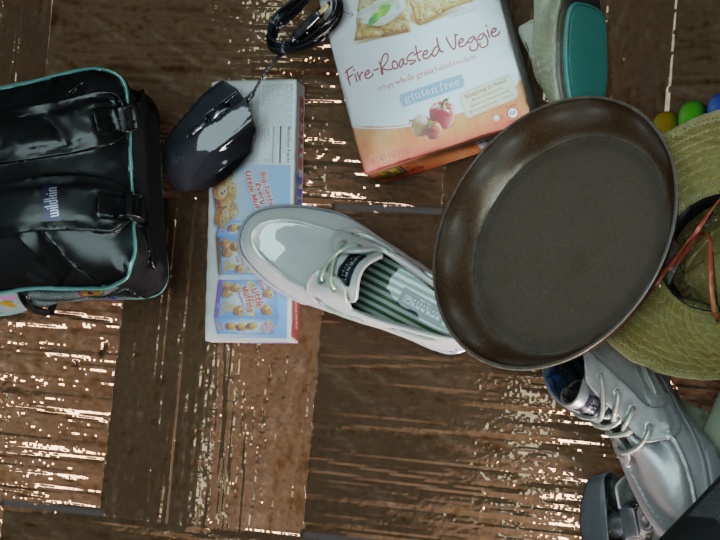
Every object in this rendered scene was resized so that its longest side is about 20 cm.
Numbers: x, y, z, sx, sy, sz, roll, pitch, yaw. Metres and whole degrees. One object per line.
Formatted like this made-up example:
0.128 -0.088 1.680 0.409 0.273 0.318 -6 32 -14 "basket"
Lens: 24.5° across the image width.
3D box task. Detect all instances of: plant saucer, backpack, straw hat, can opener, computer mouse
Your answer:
0.137 -0.022 1.136 0.199 0.032 0.202 -22 53 33 "plant saucer"
-0.247 -0.052 1.257 0.197 0.153 0.178 -7 82 4 "backpack"
0.254 -0.007 1.119 0.199 0.085 0.204 -15 63 32 "straw hat"
0.203 0.242 1.177 0.066 0.053 0.203 -16 81 45 "can opener"
-0.086 -0.137 1.246 0.200 0.034 0.059 -50 61 19 "computer mouse"

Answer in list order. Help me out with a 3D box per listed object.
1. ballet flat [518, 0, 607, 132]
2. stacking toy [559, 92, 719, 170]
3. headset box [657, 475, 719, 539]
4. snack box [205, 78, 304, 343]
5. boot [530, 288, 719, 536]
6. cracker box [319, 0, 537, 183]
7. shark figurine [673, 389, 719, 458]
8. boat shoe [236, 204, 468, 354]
0.146 -0.197 1.223 0.062 0.067 0.203 -5 80 42 "ballet flat"
0.236 -0.085 1.176 0.198 0.085 0.087 -11 83 19 "stacking toy"
0.297 0.178 1.079 0.149 0.200 0.075 -47 51 7 "headset box"
-0.082 -0.045 1.279 0.071 0.024 0.203 0 85 14 "snack box"
0.175 0.102 1.134 0.074 0.095 0.202 -47 51 35 "boot"
0.045 -0.182 1.240 0.132 0.058 0.202 -17 81 13 "cracker box"
0.293 0.085 1.138 0.089 0.129 0.216 15 116 -23 "shark figurine"
0.000 0.000 1.219 0.198 0.067 0.074 20 86 6 "boat shoe"
